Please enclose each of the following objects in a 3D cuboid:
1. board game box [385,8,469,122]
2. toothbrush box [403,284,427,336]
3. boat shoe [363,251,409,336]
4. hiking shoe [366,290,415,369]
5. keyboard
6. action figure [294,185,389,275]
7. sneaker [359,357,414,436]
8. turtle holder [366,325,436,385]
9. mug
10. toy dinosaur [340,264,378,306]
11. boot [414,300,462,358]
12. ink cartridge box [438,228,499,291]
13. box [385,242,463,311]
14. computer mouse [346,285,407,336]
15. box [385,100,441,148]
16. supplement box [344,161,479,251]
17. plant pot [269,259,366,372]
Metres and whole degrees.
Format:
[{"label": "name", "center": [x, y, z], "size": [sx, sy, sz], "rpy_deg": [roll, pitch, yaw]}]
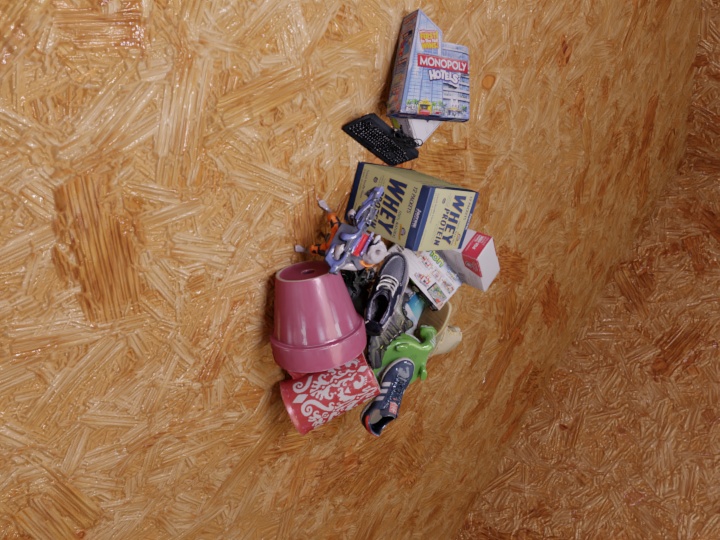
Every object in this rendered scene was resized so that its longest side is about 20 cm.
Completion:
[{"label": "board game box", "center": [0.147, -0.411, 1.092], "size": [0.199, 0.062, 0.201], "rpy_deg": [-5, 98, -28]}, {"label": "toothbrush box", "center": [0.138, 0.100, 1.465], "size": [0.147, 0.085, 0.200], "rpy_deg": [-50, 143, -15]}, {"label": "boat shoe", "center": [0.061, 0.041, 1.161], "size": [0.093, 0.074, 0.201], "rpy_deg": [97, 11, -72]}, {"label": "hiking shoe", "center": [0.072, 0.138, 1.243], "size": [0.076, 0.100, 0.201], "rpy_deg": [-97, -163, -79]}, {"label": "keyboard", "center": [0.057, -0.263, 1.122], "size": [0.200, 0.104, 0.040], "rpy_deg": [20, 56, -53]}, {"label": "action figure", "center": [-0.017, -0.075, 1.073], "size": [0.200, 0.193, 0.105], "rpy_deg": [-54, 144, -10]}, {"label": "sneaker", "center": [0.074, 0.303, 1.270], "size": [0.075, 0.085, 0.200], "rpy_deg": [27, 97, -20]}, {"label": "turtle holder", "center": [0.097, 0.204, 1.359], "size": [0.141, 0.132, 0.186], "rpy_deg": [27, 104, -20]}, {"label": "mug", "center": [-0.072, 0.254, 1.210], "size": [0.199, 0.134, 0.178], "rpy_deg": [-24, 120, 0]}, {"label": "toy dinosaur", "center": [0.000, 0.000, 1.205], "size": [0.136, 0.102, 0.200], "rpy_deg": [-27, 88, -45]}, {"label": "boot", "center": [0.226, 0.158, 1.469], "size": [0.155, 0.073, 0.201], "rpy_deg": [-5, 123, -45]}, {"label": "ink cartridge box", "center": [0.250, -0.047, 1.409], "size": [0.083, 0.200, 0.147], "rpy_deg": [-52, 143, -19]}, {"label": "box", "center": [0.160, -0.006, 1.360], "size": [0.110, 0.035, 0.200], "rpy_deg": [-45, 98, -22]}, {"label": "computer mouse", "center": [0.037, 0.078, 1.288], "size": [0.140, 0.046, 0.200], "rpy_deg": [-36, 118, -7]}, {"label": "box", "center": [0.150, -0.382, 1.190], "size": [0.200, 0.060, 0.117], "rpy_deg": [-50, 142, -16]}, {"label": "supplement box", "center": [0.113, -0.141, 1.182], "size": [0.200, 0.200, 0.135], "rpy_deg": [-5, 116, -49]}, {"label": "plant pot", "center": [-0.096, 0.082, 1.100], "size": [0.200, 0.200, 0.180], "rpy_deg": [-25, 115, -39]}]
